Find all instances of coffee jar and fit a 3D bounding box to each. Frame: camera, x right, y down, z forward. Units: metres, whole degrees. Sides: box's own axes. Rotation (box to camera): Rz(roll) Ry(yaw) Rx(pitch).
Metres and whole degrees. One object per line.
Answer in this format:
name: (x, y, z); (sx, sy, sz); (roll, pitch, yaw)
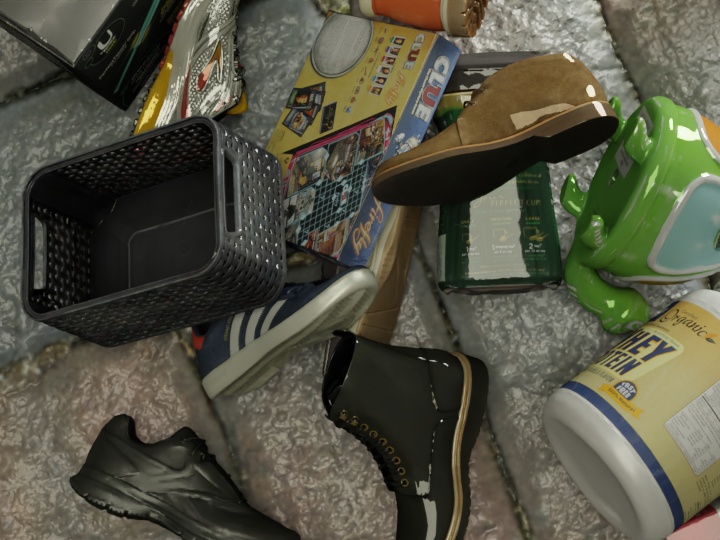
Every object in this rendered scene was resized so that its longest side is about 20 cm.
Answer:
coffee jar: (0.111, -0.081, 1.486); (0.104, 0.085, 0.200); (-2, 86, 4)

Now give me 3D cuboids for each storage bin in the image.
storage bin: (-0.168, -0.028, 1.448); (0.200, 0.094, 0.135); (-16, 66, 29)

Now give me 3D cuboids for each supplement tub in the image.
supplement tub: (0.260, 0.105, 1.424); (0.200, 0.144, 0.144); (-36, 84, -12)

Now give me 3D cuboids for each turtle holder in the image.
turtle holder: (0.239, -0.040, 1.450); (0.132, 0.141, 0.186); (22, 83, -11)

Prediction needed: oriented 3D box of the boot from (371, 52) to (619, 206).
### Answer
boot: (0.097, -0.110, 1.421); (0.200, 0.074, 0.075); (-20, 67, -3)

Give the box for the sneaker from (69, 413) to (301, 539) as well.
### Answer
sneaker: (-0.138, 0.182, 1.492); (0.200, 0.076, 0.091); (22, 80, 3)

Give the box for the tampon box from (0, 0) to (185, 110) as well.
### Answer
tampon box: (-0.220, -0.240, 1.463); (0.126, 0.200, 0.150); (34, 88, 6)

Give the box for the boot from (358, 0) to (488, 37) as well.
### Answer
boot: (0.064, -0.284, 1.495); (0.107, 0.075, 0.200); (7, 58, 21)

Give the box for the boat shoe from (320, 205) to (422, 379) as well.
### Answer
boat shoe: (0.000, 0.000, 1.500); (0.065, 0.072, 0.200); (16, 92, 24)

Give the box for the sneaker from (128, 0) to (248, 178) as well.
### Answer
sneaker: (-0.125, -0.171, 1.520); (0.082, 0.078, 0.200); (22, 97, 1)

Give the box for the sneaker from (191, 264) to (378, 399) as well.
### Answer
sneaker: (-0.071, 0.029, 1.462); (0.200, 0.075, 0.085); (-34, 71, 35)

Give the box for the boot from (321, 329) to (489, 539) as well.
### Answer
boot: (0.018, 0.153, 1.452); (0.138, 0.077, 0.200); (17, 73, -29)

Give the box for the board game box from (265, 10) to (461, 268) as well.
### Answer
board game box: (-0.013, -0.109, 1.480); (0.135, 0.035, 0.200); (20, 84, 44)

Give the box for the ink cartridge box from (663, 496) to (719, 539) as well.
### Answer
ink cartridge box: (0.360, 0.234, 1.448); (0.200, 0.083, 0.146); (-24, 84, 2)
